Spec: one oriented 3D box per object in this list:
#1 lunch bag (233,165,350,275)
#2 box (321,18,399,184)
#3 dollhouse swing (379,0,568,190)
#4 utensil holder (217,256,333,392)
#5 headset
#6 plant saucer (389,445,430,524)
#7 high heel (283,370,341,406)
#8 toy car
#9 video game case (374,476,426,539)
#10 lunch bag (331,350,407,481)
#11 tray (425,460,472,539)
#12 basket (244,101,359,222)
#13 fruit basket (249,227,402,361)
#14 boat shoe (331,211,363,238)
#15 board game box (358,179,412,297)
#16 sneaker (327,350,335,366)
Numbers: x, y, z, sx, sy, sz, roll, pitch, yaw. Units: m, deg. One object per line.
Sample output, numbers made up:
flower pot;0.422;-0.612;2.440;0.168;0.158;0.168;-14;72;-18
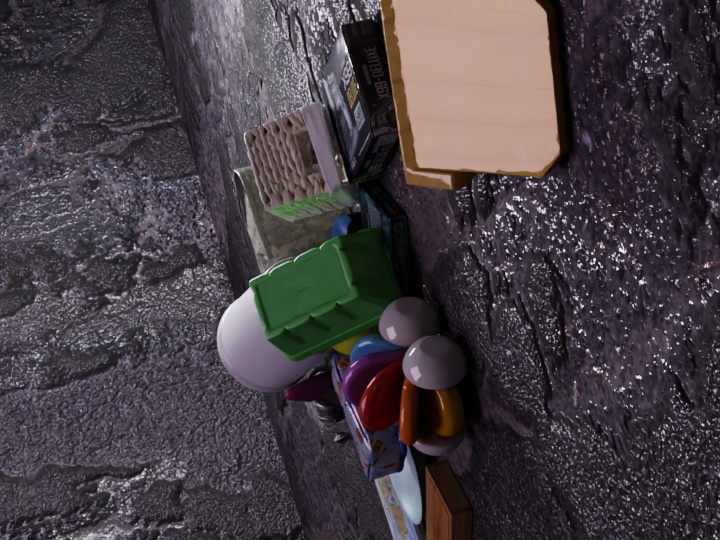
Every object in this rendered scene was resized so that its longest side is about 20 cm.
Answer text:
lunch bag;-0.112;-0.098;1.845;0.118;0.163;0.201;110;144;-65
box;0.001;-0.224;1.493;0.200;0.050;0.158;126;128;-74
dollhouse swing;0.125;-0.194;1.047;0.182;0.175;0.201;-43;-52;-57
utensil holder;-0.118;0.086;1.734;0.200;0.169;0.171;-40;64;59
headset;-0.041;0.225;1.972;0.200;0.094;0.124;-100;-5;-46
plant saucer;0.077;0.301;1.755;0.201;0.039;0.202;166;90;-76
high heel;-0.034;0.215;1.818;0.067;0.199;0.097;-35;70;50
toy car;0.052;0.148;1.454;0.200;0.149;0.176;-121;21;-51
video game case;0.063;0.399;1.941;0.200;0.022;0.183;131;122;-74
lunch bag;0.011;0.215;1.695;0.160;0.075;0.201;89;163;-63
tray;0.129;0.387;1.638;0.099;0.037;0.201;-119;19;-48
basket;-0.084;-0.154;1.634;0.200;0.123;0.136;23;-130;-82
fruit basket;-0.031;0.046;1.577;0.216;0.215;0.156;111;142;-68
boat shoe;0.000;0.000;1.710;0.084;0.068;0.201;48;147;36
board game box;0.039;-0.016;1.601;0.135;0.028;0.201;-127;26;-56
sneaker;-0.010;0.084;1.842;0.201;0.082;0.075;-94;-22;-43
